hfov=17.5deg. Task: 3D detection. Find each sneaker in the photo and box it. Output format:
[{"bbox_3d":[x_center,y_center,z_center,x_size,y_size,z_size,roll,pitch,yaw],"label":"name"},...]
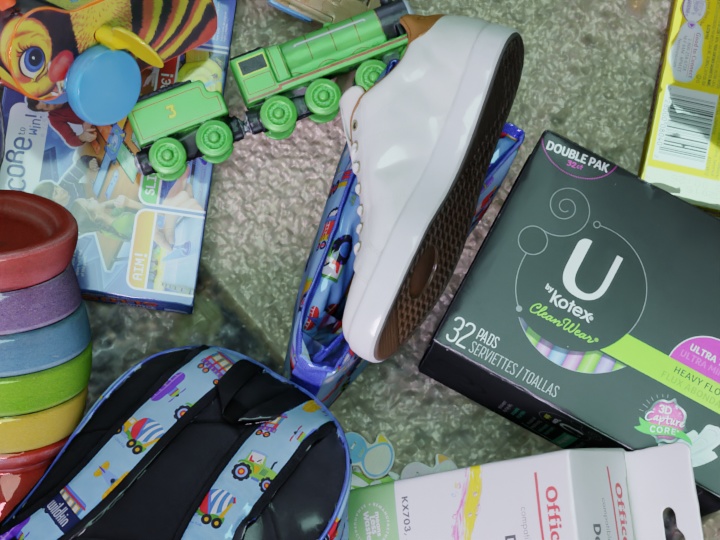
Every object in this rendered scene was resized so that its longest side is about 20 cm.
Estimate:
[{"bbox_3d":[0.019,-0.048,1.278,0.085,0.073,0.200,16,74,19],"label":"sneaker"}]

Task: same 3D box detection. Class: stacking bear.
[{"bbox_3d":[-0.209,0.070,1.353,0.121,0.114,0.200,-23,118,-44],"label":"stacking bear"}]

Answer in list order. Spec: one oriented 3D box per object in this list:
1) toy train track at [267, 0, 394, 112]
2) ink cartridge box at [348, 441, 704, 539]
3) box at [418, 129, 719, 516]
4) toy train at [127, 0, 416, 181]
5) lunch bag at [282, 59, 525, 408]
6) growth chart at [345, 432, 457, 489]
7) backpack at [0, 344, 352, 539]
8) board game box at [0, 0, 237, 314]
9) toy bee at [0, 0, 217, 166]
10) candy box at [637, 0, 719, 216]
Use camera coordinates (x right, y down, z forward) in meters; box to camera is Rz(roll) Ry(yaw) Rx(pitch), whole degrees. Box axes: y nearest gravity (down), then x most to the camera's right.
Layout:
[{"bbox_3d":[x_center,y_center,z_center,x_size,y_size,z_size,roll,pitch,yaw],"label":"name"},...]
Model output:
[{"bbox_3d":[-0.031,-0.164,1.448,0.200,0.033,0.115,25,79,-13],"label":"toy train track"},{"bbox_3d":[0.092,0.165,1.321,0.200,0.067,0.117,-15,77,35],"label":"ink cartridge box"},{"bbox_3d":[0.157,0.036,1.394,0.200,0.124,0.149,28,80,2],"label":"box"},{"bbox_3d":[-0.046,-0.110,1.406,0.200,0.042,0.056,-22,86,-5],"label":"toy train"},{"bbox_3d":[0.000,0.000,1.368,0.094,0.151,0.200,30,75,1],"label":"lunch bag"},{"bbox_3d":[-0.025,0.162,1.413,0.200,0.018,0.145,16,78,-2],"label":"growth chart"},{"bbox_3d":[-0.094,0.152,1.308,0.183,0.135,0.200,28,73,27],"label":"backpack"},{"bbox_3d":[-0.155,-0.081,1.436,0.135,0.034,0.200,9,79,-3],"label":"board game box"},{"bbox_3d":[-0.171,-0.131,1.350,0.131,0.109,0.200,6,43,28],"label":"toy bee"},{"bbox_3d":[0.240,-0.132,1.479,0.102,0.026,0.200,13,79,-4],"label":"candy box"}]
